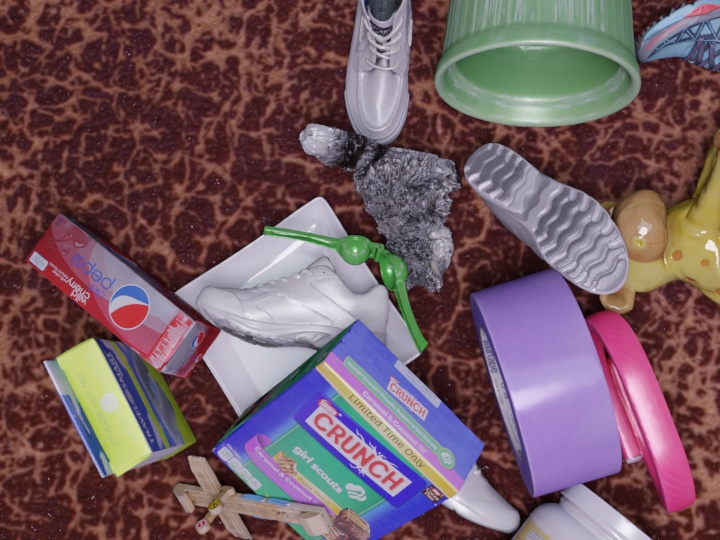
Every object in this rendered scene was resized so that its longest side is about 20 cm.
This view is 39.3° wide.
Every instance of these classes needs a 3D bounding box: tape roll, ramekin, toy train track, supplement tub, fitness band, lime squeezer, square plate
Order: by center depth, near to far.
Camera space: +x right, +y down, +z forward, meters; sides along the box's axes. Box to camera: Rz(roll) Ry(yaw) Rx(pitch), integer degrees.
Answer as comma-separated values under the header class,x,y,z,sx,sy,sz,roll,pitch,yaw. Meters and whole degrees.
class,x,y,z,sx,sy,sz,roll,pitch,yaw
tape roll,0.172,0.105,0.953,0.084,0.200,0.201,-16,83,0
supplement tub,0.191,0.316,0.957,0.145,0.145,0.200,39,88,6
fitness band,0.265,0.135,0.972,0.037,0.144,0.201,-21,83,2
toy train track,-0.114,0.238,0.983,0.199,0.033,0.115,-2,125,37
lime squeezer,0.000,0.000,0.992,0.200,0.038,0.071,37,70,13
ramekin,0.175,-0.224,0.993,0.198,0.200,0.098,4,77,4
square plate,-0.069,0.058,1.058,0.199,0.028,0.199,-34,83,-1

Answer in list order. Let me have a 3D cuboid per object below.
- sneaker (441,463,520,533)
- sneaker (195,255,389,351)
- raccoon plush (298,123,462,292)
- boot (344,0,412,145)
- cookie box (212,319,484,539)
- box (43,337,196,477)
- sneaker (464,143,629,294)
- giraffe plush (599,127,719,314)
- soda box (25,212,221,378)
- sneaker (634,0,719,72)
class,x,y,z,sx,sy,sz,roll,pitch,yaw
sneaker,0.084,0.188,1.015,0.200,0.070,0.080,36,84,7
sneaker,-0.064,0.031,1.016,0.199,0.078,0.100,12,78,-5
raccoon plush,0.015,-0.055,1.018,0.199,0.097,0.135,13,84,-18
boot,0.018,-0.237,1.049,0.073,0.096,0.202,1,84,3
cookie box,-0.015,0.166,0.946,0.171,0.075,0.200,45,130,-5
box,-0.226,0.129,0.972,0.047,0.200,0.122,-30,83,0
sneaker,0.192,-0.050,1.006,0.075,0.082,0.200,-43,64,2
giraffe plush,0.314,-0.035,1.001,0.161,0.173,0.201,0,118,13
soda box,-0.243,0.026,1.032,0.200,0.070,0.064,37,90,18
sneaker,0.383,-0.238,1.038,0.199,0.079,0.096,-15,85,2
